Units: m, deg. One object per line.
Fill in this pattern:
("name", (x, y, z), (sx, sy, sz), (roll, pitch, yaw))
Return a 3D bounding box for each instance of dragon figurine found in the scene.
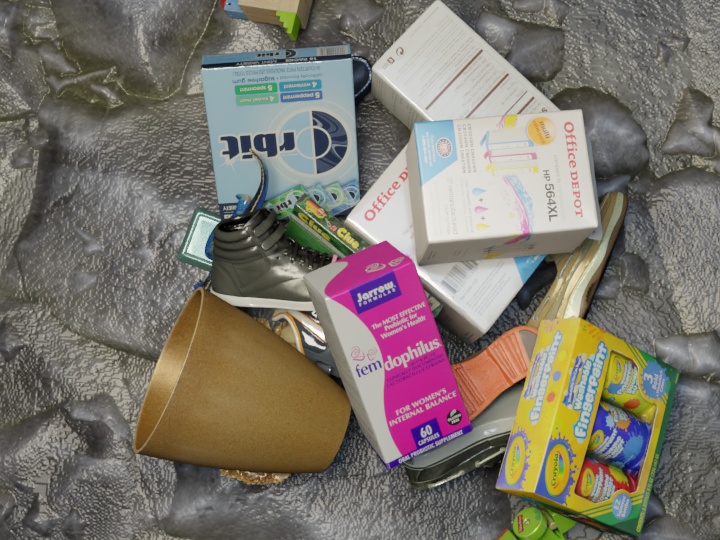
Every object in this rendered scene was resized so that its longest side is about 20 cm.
("dragon figurine", (-0.139, -0.035, 1.370), (0.059, 0.200, 0.100), (26, 42, 1))

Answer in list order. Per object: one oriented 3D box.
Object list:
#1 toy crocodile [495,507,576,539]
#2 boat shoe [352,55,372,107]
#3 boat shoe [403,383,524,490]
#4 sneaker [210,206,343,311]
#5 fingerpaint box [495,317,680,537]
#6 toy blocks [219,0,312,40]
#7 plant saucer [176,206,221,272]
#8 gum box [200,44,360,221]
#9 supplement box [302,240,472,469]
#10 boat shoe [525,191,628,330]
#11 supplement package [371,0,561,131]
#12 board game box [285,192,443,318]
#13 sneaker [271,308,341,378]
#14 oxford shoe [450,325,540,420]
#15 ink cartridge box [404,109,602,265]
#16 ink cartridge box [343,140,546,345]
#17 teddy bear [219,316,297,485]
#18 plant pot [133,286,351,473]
("toy crocodile", (0.175, 0.329, 1.387), (0.200, 0.062, 0.068), (-45, 121, 0))
("boat shoe", (-0.070, -0.194, 1.441), (0.199, 0.069, 0.084), (-34, 85, -4))
("boat shoe", (0.141, 0.194, 1.404), (0.199, 0.071, 0.064), (-22, 116, -11))
("sneaker", (-0.074, -0.016, 1.296), (0.199, 0.071, 0.100), (0, 117, 13))
("fingerpaint box", (0.259, 0.176, 1.349), (0.166, 0.073, 0.201), (27, 73, -27))
("toy blocks", (-0.119, -0.383, 1.461), (0.136, 0.100, 0.201), (11, 82, 13))
("plant saucer", (-0.118, -0.012, 1.446), (0.199, 0.019, 0.070), (20, 83, 3))
("gum box", (-0.089, -0.155, 1.392), (0.169, 0.045, 0.201), (-5, 123, -1))
("supplement box", (0.028, 0.085, 1.244), (0.101, 0.103, 0.201), (-24, 107, -9))
("boat shoe", (0.252, -0.008, 1.425), (0.076, 0.072, 0.201), (23, 84, 14))
("supplement package", (0.122, -0.197, 1.419), (0.200, 0.117, 0.117), (43, 85, 4))
("board game box", (0.000, 0.000, 1.364), (0.200, 0.105, 0.023), (40, 70, 3))
("sneaker", (-0.015, 0.092, 1.365), (0.200, 0.078, 0.079), (45, 99, 11))
("oxford shoe", (0.127, 0.136, 1.400), (0.199, 0.073, 0.072), (-27, 80, -3))
("ink cartridge box", (0.155, -0.087, 1.255), (0.199, 0.125, 0.129), (-6, 80, -3))
("ink cartridge box", (0.099, -0.038, 1.383), (0.200, 0.146, 0.147), (39, 82, 4))
("teddy bear", (-0.109, 0.151, 1.409), (0.144, 0.067, 0.201), (-11, 76, -7))
("plant pot", (-0.117, 0.141, 1.297), (0.199, 0.186, 0.187), (23, 83, -14))
